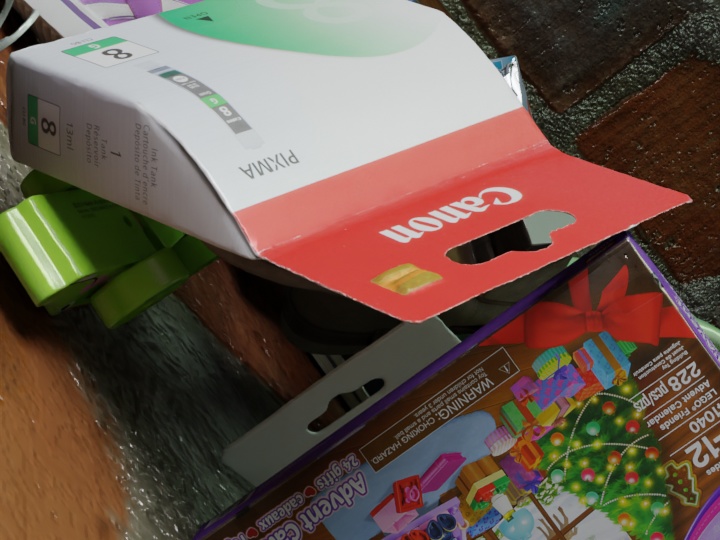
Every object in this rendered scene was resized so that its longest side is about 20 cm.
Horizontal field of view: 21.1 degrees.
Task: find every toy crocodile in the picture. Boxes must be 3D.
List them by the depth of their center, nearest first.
[{"bbox_3d":[-0.100,-0.015,0.781,0.068,0.062,0.200,55,16,-1],"label":"toy crocodile"}]

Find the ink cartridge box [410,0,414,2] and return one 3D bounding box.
[{"bbox_3d":[-0.012,-0.104,1.018,0.136,0.076,0.201,-112,-157,-85],"label":"ink cartridge box"}]

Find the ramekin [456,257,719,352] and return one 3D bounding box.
[{"bbox_3d":[0.103,0.091,0.949,0.200,0.200,0.098,48,6,-27],"label":"ramekin"}]

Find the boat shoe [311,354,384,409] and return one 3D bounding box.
[{"bbox_3d":[0.044,0.083,1.056,0.200,0.062,0.075,54,9,-11],"label":"boat shoe"}]

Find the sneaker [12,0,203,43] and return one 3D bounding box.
[{"bbox_3d":[-0.084,-0.124,0.899,0.200,0.114,0.073,36,-13,35],"label":"sneaker"}]

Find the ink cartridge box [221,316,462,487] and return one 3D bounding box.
[{"bbox_3d":[0.045,0.118,0.822,0.200,0.115,0.068,44,16,-39],"label":"ink cartridge box"}]

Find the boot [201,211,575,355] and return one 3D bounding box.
[{"bbox_3d":[0.000,0.000,0.822,0.199,0.146,0.071,3,70,-26],"label":"boot"}]

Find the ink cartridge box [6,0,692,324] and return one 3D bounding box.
[{"bbox_3d":[-0.004,-0.053,0.694,0.200,0.050,0.161,20,30,38],"label":"ink cartridge box"}]

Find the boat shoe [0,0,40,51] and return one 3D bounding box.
[{"bbox_3d":[-0.159,-0.086,0.680,0.062,0.075,0.200,48,14,-20],"label":"boat shoe"}]

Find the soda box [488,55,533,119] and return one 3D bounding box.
[{"bbox_3d":[0.058,-0.037,0.946,0.200,0.068,0.064,56,27,-72],"label":"soda box"}]

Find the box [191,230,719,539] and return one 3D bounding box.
[{"bbox_3d":[0.055,0.097,0.702,0.137,0.200,0.039,53,10,-2],"label":"box"}]
